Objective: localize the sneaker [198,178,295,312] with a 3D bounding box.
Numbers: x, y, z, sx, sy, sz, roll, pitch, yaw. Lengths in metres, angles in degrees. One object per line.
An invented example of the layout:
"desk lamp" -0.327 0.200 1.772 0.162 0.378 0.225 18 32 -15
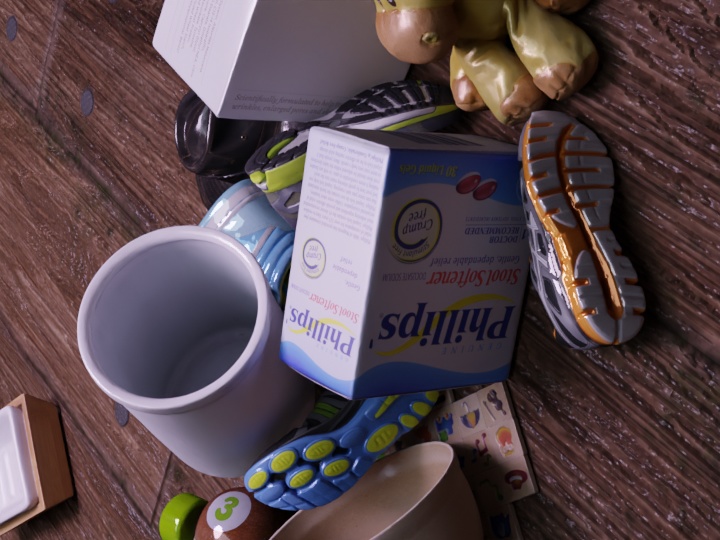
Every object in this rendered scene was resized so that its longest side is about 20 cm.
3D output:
"sneaker" -0.123 0.022 1.288 0.131 0.079 0.200 43 120 14

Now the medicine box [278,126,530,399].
"medicine box" 0.044 -0.010 1.063 0.103 0.181 0.201 22 109 47

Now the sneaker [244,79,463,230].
"sneaker" 0.001 -0.105 1.148 0.074 0.199 0.081 -106 -8 -58

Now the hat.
"hat" -0.141 -0.154 1.328 0.200 0.081 0.202 -17 67 46

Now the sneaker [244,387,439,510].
"sneaker" -0.017 0.143 1.166 0.071 0.199 0.083 55 172 -20

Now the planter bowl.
"planter bowl" 0.027 0.258 1.102 0.200 0.200 0.135 -24 100 48

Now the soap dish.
"soap dish" -0.472 0.272 1.774 0.200 0.081 0.158 -32 68 46

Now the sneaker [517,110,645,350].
"sneaker" 0.159 -0.030 1.014 0.077 0.078 0.201 134 130 -62

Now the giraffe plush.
"giraffe plush" 0.077 -0.220 1.028 0.172 0.161 0.201 -25 74 48

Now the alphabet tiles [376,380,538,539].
"alphabet tiles" 0.078 0.177 1.170 0.200 0.008 0.168 -32 67 46

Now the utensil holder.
"utensil holder" -0.139 0.082 1.161 0.170 0.169 0.200 58 175 30

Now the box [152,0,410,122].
"box" -0.050 -0.248 1.150 0.131 0.198 0.201 47 126 38

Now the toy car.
"toy car" -0.077 0.196 1.260 0.164 0.157 0.201 15 92 36
